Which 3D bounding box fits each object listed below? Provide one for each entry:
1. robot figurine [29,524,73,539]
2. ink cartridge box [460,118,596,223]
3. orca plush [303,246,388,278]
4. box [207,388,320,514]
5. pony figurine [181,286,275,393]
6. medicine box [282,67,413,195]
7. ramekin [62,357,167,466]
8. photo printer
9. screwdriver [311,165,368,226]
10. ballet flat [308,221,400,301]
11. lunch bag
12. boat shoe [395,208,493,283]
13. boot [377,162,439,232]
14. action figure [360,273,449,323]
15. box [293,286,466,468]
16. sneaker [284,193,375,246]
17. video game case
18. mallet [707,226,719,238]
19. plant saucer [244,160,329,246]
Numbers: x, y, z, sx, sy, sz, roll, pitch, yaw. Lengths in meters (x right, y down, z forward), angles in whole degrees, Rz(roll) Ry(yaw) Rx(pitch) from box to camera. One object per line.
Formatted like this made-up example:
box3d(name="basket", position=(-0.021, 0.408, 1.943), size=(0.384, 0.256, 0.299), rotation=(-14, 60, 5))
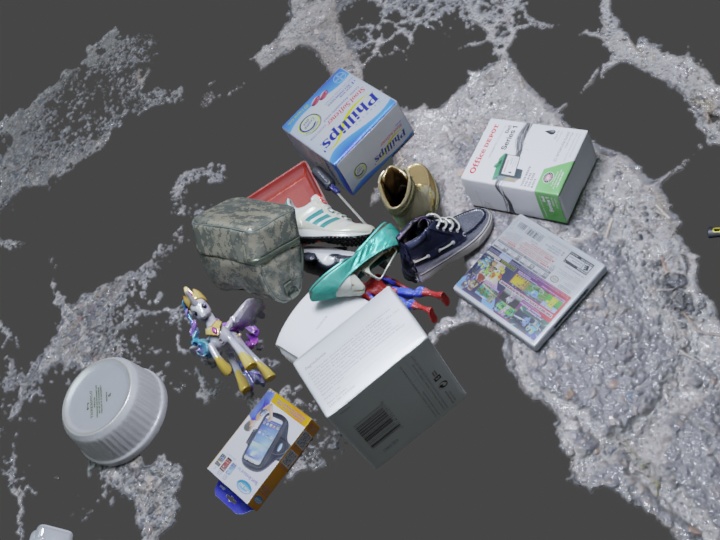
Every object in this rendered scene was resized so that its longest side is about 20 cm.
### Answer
box3d(name="robot figurine", position=(-0.548, 0.542, 1.636), size=(0.170, 0.111, 0.203), rotation=(-46, 32, 48))
box3d(name="ink cartridge box", position=(0.297, -0.181, 1.707), size=(0.197, 0.085, 0.148), rotation=(14, 64, 34))
box3d(name="orca plush", position=(-0.042, -0.002, 1.800), size=(0.196, 0.073, 0.105), rotation=(2, 13, 18))
box3d(name="box", position=(-0.173, 0.313, 1.644), size=(0.118, 0.042, 0.201), rotation=(27, 71, 39))
box3d(name="pony figurine", position=(-0.236, 0.125, 1.735), size=(0.166, 0.193, 0.201), rotation=(-40, 67, 1))
box3d(name="medicine box", position=(-0.027, -0.284, 1.947), size=(0.182, 0.103, 0.199), rotation=(-46, 48, -7))
box3d(name="ramekin", position=(-0.470, 0.257, 1.809), size=(0.199, 0.095, 0.205), rotation=(-14, 52, 19))
box3d(name="photo printer", position=(-0.047, 0.112, 1.697), size=(0.198, 0.070, 0.167), rotation=(27, 73, 39))
box3d(name="screwdriver", position=(-0.032, -0.142, 1.889), size=(0.029, 0.028, 0.200), rotation=(-29, 58, -28))
box3d(name="ballet flat", position=(0.000, 0.000, 1.678), size=(0.199, 0.068, 0.070), rotation=(-42, 70, -11))
box3d(name="lunch bag", position=(-0.203, -0.031, 1.772), size=(0.198, 0.171, 0.139), rotation=(10, 29, 41))
box3d(name="boat shoe", position=(0.148, -0.069, 1.684), size=(0.199, 0.094, 0.074), rotation=(-38, 43, -17))
box3d(name="boot", position=(0.086, -0.149, 1.752), size=(0.071, 0.156, 0.203), rotation=(-11, 53, 21))
box3d(name="action figure", position=(0.065, 0.047, 1.697), size=(0.198, 0.052, 0.066), rotation=(17, 61, 41))
box3d(name="box", position=(0.034, 0.172, 1.522), size=(0.199, 0.200, 0.131), rotation=(-38, 48, -1))
box3d(name="sneaker", position=(-0.064, -0.099, 1.812), size=(0.196, 0.070, 0.095), rotation=(2, 79, 20))
box3d(name="video game case", position=(0.282, 0.016, 1.618), size=(0.182, 0.023, 0.199), rotation=(-46, 50, -8))
box3d(name="mallet", position=(0.638, -0.069, 1.476), size=(0.197, 0.041, 0.067), rotation=(8, 63, 37))
box3d(name="plant saucer", position=(-0.156, -0.100, 1.931), size=(0.198, 0.037, 0.201), rotation=(-32, 49, 5))
